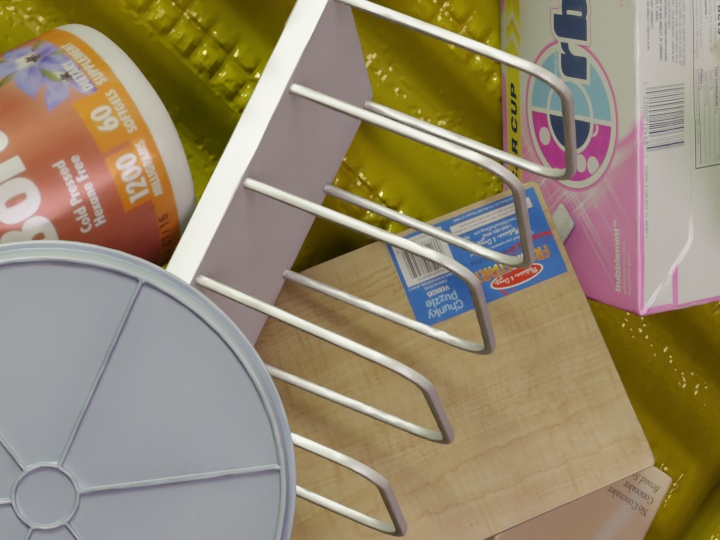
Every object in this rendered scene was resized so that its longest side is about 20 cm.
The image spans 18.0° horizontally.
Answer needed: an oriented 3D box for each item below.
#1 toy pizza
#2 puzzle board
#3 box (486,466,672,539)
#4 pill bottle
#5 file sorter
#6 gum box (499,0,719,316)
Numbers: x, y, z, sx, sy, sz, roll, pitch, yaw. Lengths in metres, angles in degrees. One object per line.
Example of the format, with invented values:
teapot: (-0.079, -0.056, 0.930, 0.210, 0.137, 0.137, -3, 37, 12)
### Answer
toy pizza: (-0.125, 0.085, 0.903, 0.199, 0.032, 0.202, -2, 102, -8)
puzzle board: (0.024, 0.061, 1.090, 0.199, 0.017, 0.152, -22, 84, -14)
box: (0.063, 0.167, 1.154, 0.095, 0.078, 0.201, 30, 83, -33)
pill bottle: (-0.176, -0.013, 0.945, 0.199, 0.112, 0.113, -30, 114, -24)
file sorter: (0.000, 0.000, 1.001, 0.201, 0.124, 0.139, -64, 166, -14)
gum box: (0.126, -0.089, 1.119, 0.066, 0.113, 0.202, -10, 105, -30)
